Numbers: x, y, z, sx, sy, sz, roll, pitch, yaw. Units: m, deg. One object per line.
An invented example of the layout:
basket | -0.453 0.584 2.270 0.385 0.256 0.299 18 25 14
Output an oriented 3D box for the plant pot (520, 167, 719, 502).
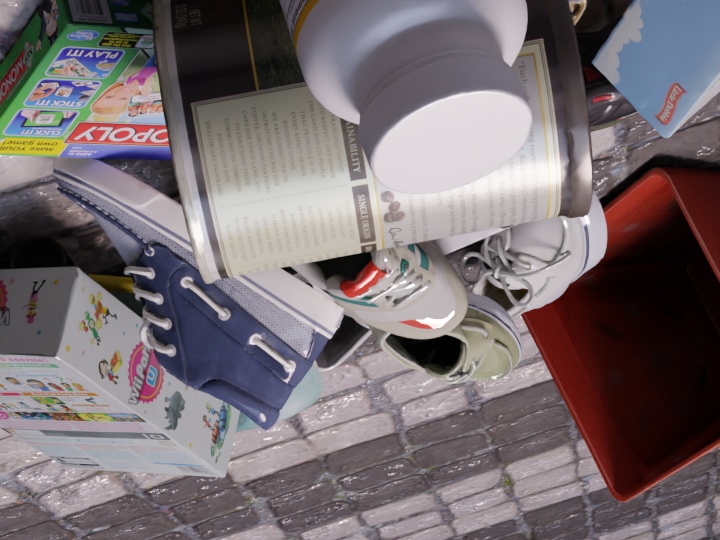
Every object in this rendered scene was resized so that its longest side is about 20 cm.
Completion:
plant pot | 0.275 0.038 1.511 0.175 0.201 0.200 -13 161 -41

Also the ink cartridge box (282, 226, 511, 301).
ink cartridge box | 0.035 -0.033 1.268 0.198 0.037 0.095 -21 -159 20

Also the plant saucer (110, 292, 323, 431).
plant saucer | -0.127 0.074 1.356 0.199 0.039 0.202 14 154 7

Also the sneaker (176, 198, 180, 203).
sneaker | -0.033 -0.051 1.232 0.198 0.076 0.088 -17 179 -8

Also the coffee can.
coffee can | 0.006 -0.082 0.958 0.198 0.148 0.147 -10 158 -1

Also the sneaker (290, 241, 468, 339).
sneaker | 0.000 -0.001 1.151 0.070 0.094 0.199 -42 126 11

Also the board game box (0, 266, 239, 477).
board game box | -0.192 0.070 1.258 0.146 0.065 0.200 -1 154 30

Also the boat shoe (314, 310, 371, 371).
boat shoe | 0.013 0.011 1.398 0.073 0.066 0.200 -4 155 -29

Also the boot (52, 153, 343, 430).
boot | -0.113 0.012 1.140 0.091 0.199 0.073 -58 -173 -3

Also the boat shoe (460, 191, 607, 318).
boat shoe | 0.117 -0.010 1.408 0.086 0.075 0.202 -29 169 -18

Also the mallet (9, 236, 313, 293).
mallet | -0.130 0.014 1.257 0.198 0.042 0.066 6 159 -3

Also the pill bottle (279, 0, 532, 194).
pill bottle | 0.012 -0.137 0.844 0.103 0.202 0.105 -14 152 -8

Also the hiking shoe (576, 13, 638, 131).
hiking shoe | 0.112 -0.108 1.171 0.198 0.077 0.101 -6 162 -9

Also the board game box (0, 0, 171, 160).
board game box | -0.105 -0.107 1.075 0.198 0.029 0.135 -1 152 -35

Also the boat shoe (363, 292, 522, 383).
boat shoe | 0.056 0.051 1.362 0.072 0.062 0.199 -36 145 23

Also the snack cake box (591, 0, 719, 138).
snack cake box | 0.217 -0.172 1.048 0.115 0.067 0.200 -39 170 -28

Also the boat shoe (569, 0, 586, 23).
boat shoe | 0.097 -0.157 1.057 0.198 0.065 0.071 -20 159 4
